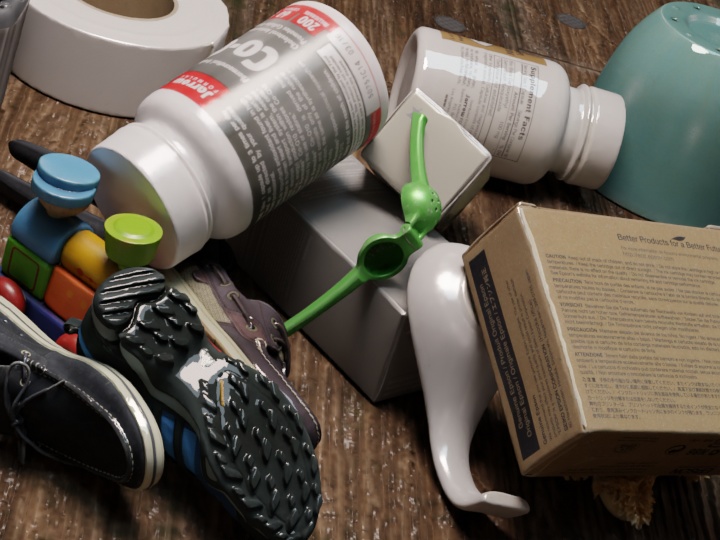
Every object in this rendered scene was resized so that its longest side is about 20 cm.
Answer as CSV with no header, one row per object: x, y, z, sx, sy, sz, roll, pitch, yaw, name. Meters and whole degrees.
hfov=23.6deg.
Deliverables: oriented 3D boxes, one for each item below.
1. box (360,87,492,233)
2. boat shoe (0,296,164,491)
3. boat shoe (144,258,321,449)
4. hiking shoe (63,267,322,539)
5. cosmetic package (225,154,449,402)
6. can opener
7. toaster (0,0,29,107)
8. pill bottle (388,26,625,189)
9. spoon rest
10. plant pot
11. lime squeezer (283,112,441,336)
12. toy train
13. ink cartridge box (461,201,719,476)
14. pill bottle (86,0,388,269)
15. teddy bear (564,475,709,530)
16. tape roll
0.054,-0.082,1.355,0.082,0.068,0.200,42,2,5,box
-0.198,0.078,1.050,0.199,0.075,0.062,32,38,29,boat shoe
-0.078,0.051,1.152,0.064,0.072,0.200,-26,43,-22,boat shoe
-0.099,0.090,1.069,0.074,0.087,0.201,-35,87,-36,hiking shoe
0.000,0.000,1.278,0.106,0.091,0.200,-9,43,-39,cosmetic package
-0.187,-0.038,1.270,0.199,0.079,0.064,23,69,11,can opener
-0.320,-0.180,1.338,0.113,0.130,0.201,12,30,-12,toaster
0.130,-0.140,1.551,0.198,0.115,0.115,14,30,-10,pill bottle
0.073,0.073,1.166,0.099,0.061,0.202,18,56,-32,spoon rest
0.315,-0.156,1.638,0.199,0.162,0.201,15,30,-9,plant pot
0.013,-0.029,1.193,0.070,0.038,0.201,21,69,29,lime squeezer
-0.153,0.016,1.127,0.199,0.116,0.084,34,33,24,toy train
0.181,0.051,1.163,0.199,0.075,0.166,5,58,-34,ink cartridge box
-0.085,-0.095,1.203,0.114,0.114,0.200,36,56,27,pill bottle
0.189,0.099,1.229,0.145,0.067,0.199,44,36,17,teddy bear
-0.217,-0.214,1.513,0.201,0.071,0.203,15,29,-9,tape roll
